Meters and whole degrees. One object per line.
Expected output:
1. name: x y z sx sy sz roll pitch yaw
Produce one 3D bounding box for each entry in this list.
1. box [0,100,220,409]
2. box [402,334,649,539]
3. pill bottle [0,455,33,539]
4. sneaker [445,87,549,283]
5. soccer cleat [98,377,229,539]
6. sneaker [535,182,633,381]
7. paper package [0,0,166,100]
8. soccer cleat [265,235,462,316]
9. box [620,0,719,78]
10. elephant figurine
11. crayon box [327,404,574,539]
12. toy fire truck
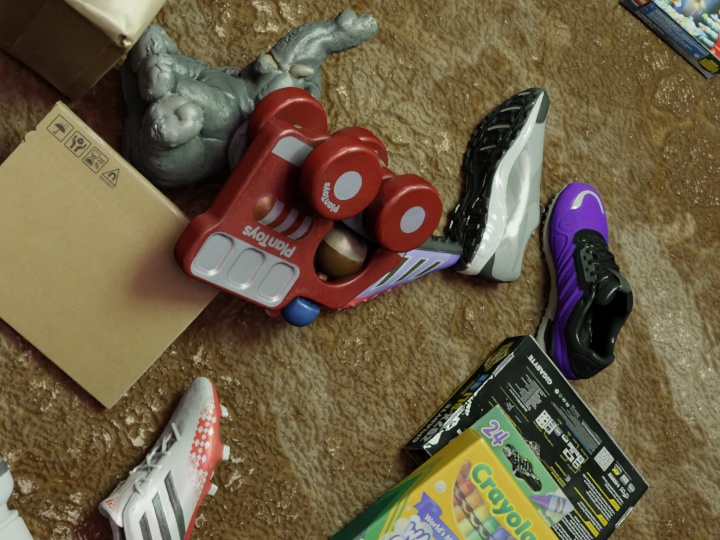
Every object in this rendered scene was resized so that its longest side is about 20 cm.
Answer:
1. box: -0.225 -0.010 1.068 0.200 0.021 0.164 43 92 -14
2. box: 0.159 0.186 1.236 0.160 0.049 0.200 -44 101 -22
3. pill bottle: -0.330 0.144 0.975 0.113 0.113 0.201 -30 95 -26
4. sneaker: 0.144 -0.082 1.269 0.079 0.074 0.201 24 77 -29
5. soccer cleat: -0.167 0.180 1.073 0.085 0.069 0.201 20 78 -25
6. sneaker: 0.227 0.008 1.268 0.069 0.099 0.201 11 77 -25
7. paper package: -0.198 -0.257 1.063 0.103 0.190 0.201 37 68 -17
8. soccer cleat: 0.000 0.000 1.190 0.199 0.068 0.074 -3 99 -26
9. box: 0.381 -0.330 1.435 0.137 0.040 0.201 36 68 -17
10. elephant figurine: -0.095 -0.134 1.113 0.199 0.155 0.142 -2 79 -25
11. crayon box: 0.084 0.231 1.153 0.200 0.052 0.126 -38 99 -5
12. toy fire truck: -0.040 -0.039 1.075 0.200 0.112 0.168 27 103 -46
